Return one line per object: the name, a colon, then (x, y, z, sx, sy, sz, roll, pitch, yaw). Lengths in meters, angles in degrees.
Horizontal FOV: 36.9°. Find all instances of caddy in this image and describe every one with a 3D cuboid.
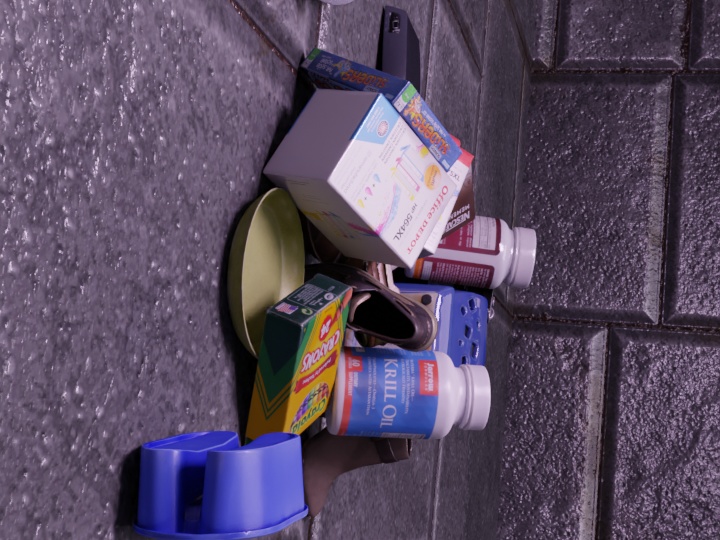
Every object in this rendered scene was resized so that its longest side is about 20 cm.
caddy: (-0.129, 0.212, 1.021, 0.200, 0.140, 0.106, 7, 83, -73)

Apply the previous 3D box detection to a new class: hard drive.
hard drive: (0.066, -0.314, 1.761, 0.135, 0.042, 0.202, 46, 45, -69)

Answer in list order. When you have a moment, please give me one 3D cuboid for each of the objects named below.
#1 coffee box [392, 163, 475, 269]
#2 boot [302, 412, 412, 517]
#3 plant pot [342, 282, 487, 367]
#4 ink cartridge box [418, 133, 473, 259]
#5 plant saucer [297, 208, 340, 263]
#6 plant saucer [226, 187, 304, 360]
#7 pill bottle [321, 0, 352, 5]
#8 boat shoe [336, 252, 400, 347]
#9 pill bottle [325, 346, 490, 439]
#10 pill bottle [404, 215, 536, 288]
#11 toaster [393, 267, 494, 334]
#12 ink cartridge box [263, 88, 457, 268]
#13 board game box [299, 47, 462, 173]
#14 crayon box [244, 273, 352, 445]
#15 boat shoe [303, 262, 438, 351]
coffee box: (0.069, -0.091, 1.587, 0.199, 0.080, 0.115, -30, 133, -27)
boot: (-0.003, 0.238, 1.451, 0.070, 0.145, 0.202, -21, 113, -75)
plant pot: (0.070, 0.116, 1.618, 0.180, 0.198, 0.202, 29, 66, -64)
ink cartridge box: (0.077, -0.130, 1.489, 0.067, 0.116, 0.201, -19, -136, 63)
plant saucer: (-0.053, -0.108, 1.413, 0.200, 0.036, 0.203, 3, 90, -73)
plant saucer: (-0.111, 0.005, 1.243, 0.200, 0.031, 0.202, 4, 90, -74)
pill bottle: (-0.007, -0.416, 1.381, 0.201, 0.111, 0.113, -67, 154, -51)
boat shoe: (0.000, 0.000, 1.394, 0.202, 0.067, 0.072, 70, -22, 12)
pill bottle: (0.059, 0.156, 1.368, 0.112, 0.198, 0.114, -177, -90, -81)
pill bottle: (0.175, -0.032, 1.734, 0.114, 0.198, 0.115, -172, -90, -89)
toaster: (0.136, 0.015, 1.846, 0.119, 0.198, 0.182, 86, 12, -63)
ink cartridge box: (0.010, -0.102, 1.294, 0.200, 0.125, 0.129, 44, 70, -37)
board game box: (0.024, -0.201, 1.338, 0.035, 0.200, 0.135, -50, 131, -7)
crayon box: (-0.073, 0.119, 1.254, 0.127, 0.050, 0.202, -37, 144, -57)
boat shoe: (0.000, 0.038, 1.319, 0.075, 0.198, 0.073, -70, 161, 0)
